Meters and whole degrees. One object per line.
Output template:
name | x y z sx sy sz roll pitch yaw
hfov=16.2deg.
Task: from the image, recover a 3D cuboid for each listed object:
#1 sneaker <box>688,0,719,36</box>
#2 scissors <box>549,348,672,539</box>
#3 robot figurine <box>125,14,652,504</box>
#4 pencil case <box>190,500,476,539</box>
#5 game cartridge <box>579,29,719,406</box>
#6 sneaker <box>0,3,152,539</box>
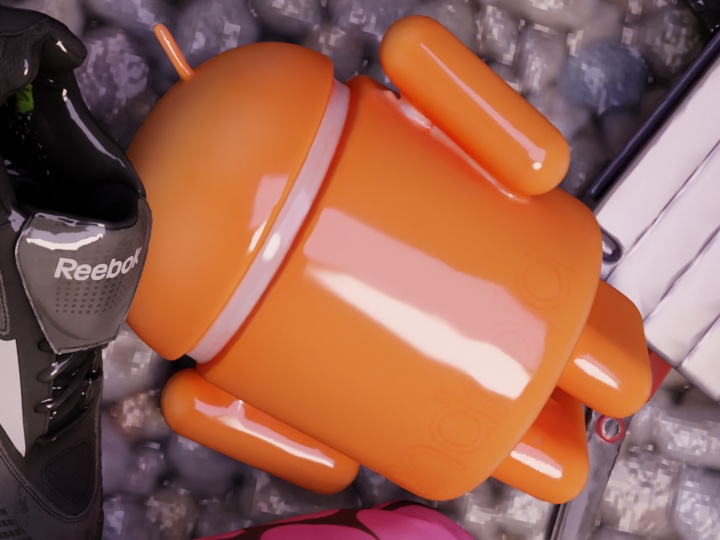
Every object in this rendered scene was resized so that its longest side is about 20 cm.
sneaker | 0.213 -0.098 0.955 0.198 0.073 0.072 12 112 -6
scissors | 0.089 0.043 0.928 0.073 0.014 0.201 38 78 -15
robot figurine | 0.001 -0.002 0.842 0.199 0.144 0.117 28 61 -11
pencil case | -0.033 0.130 0.799 0.199 0.090 0.094 -3 102 -50
game cartridge | 0.175 -0.042 0.909 0.129 0.038 0.200 38 95 -17
sneaker | -0.103 0.008 0.787 0.066 0.090 0.202 -25 111 -47
